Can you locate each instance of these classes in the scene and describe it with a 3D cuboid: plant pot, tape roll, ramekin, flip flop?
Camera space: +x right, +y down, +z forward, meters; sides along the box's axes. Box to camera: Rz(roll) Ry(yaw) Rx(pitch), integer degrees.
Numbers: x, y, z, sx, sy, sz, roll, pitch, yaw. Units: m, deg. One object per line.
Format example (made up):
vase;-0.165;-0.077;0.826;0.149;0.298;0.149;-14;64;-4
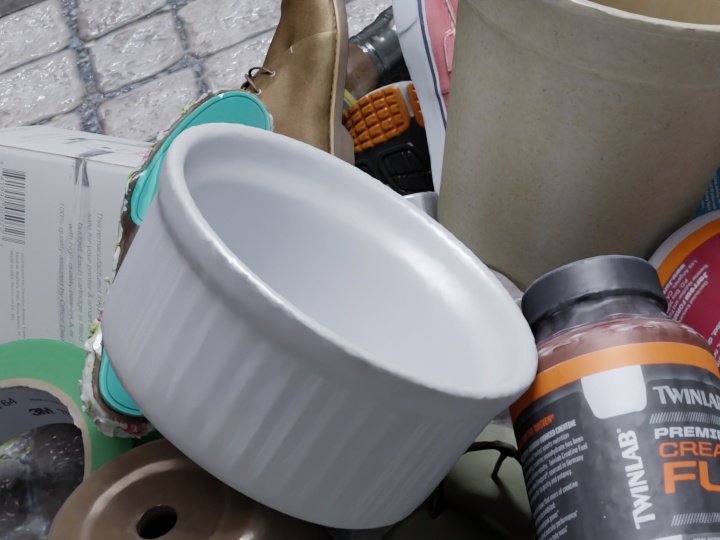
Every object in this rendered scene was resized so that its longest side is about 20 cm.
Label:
plant pot;-0.071;0.176;1.081;0.199;0.175;0.201;-14;38;11
tape roll;-0.196;0.136;1.243;0.199;0.048;0.202;-18;52;24
ramekin;-0.024;0.029;1.058;0.098;0.199;0.201;-57;32;22
plant pot;0.123;-0.092;1.195;0.199;0.185;0.201;9;31;-6
flip flop;0.060;0.118;1.124;0.081;0.058;0.200;28;21;13

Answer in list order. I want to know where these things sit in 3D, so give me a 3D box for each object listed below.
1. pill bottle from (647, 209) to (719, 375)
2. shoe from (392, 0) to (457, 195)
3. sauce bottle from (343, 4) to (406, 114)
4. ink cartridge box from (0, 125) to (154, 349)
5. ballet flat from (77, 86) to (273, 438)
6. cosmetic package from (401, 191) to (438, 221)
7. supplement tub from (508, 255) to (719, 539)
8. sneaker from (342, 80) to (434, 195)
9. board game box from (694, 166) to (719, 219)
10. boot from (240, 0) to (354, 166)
pill bottle;0.230;0.058;1.128;0.113;0.113;0.200;-31;40;-13
shoe;0.082;-0.117;1.348;0.090;0.202;0.071;-9;8;24
sauce bottle;-0.038;-0.107;1.491;0.200;0.065;0.065;-40;41;-20
ink cartridge box;-0.150;-0.001;1.336;0.199;0.148;0.083;11;15;38
ballet flat;-0.104;-0.004;1.199;0.075;0.064;0.201;25;71;-8
cosmetic package;0.000;0.000;1.255;0.101;0.075;0.200;-14;3;3
supplement tub;0.130;0.096;1.078;0.106;0.107;0.201;-15;65;8
sneaker;0.083;-0.103;1.440;0.199;0.076;0.092;-13;10;24
board game box;0.250;-0.043;1.292;0.199;0.047;0.152;-13;39;11
boot;-0.046;-0.122;1.424;0.075;0.074;0.202;0;77;-9
